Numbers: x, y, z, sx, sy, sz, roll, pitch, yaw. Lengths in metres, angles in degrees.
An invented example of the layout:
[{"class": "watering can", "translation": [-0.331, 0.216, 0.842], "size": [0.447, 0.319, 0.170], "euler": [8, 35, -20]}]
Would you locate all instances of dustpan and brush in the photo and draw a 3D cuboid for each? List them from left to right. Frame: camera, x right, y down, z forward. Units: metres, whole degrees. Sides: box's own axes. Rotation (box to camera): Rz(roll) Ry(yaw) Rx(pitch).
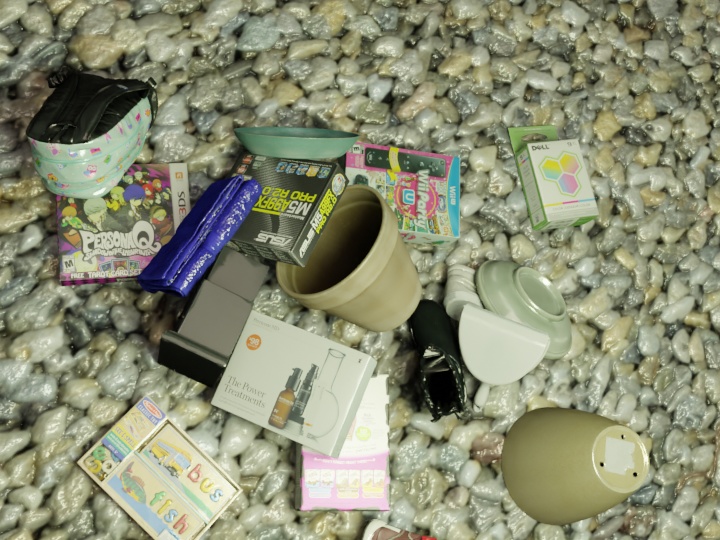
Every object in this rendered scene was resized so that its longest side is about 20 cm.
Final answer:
[{"class": "dustpan and brush", "translation": [0.202, 0.148, 1.231], "size": [0.139, 0.201, 0.057], "euler": [21, 26, 14]}]

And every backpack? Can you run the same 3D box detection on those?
[{"class": "backpack", "translation": [-0.393, -0.200, 1.161], "size": [0.166, 0.127, 0.200], "euler": [2, 39, 9]}]

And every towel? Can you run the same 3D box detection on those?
[{"class": "towel", "translation": [-0.236, -0.053, 1.141], "size": [0.050, 0.147, 0.200], "euler": [46, 66, -29]}]

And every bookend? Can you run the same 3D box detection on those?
[{"class": "bookend", "translation": [-0.201, 0.047, 1.132], "size": [0.092, 0.200, 0.199], "euler": [26, 70, -7]}]

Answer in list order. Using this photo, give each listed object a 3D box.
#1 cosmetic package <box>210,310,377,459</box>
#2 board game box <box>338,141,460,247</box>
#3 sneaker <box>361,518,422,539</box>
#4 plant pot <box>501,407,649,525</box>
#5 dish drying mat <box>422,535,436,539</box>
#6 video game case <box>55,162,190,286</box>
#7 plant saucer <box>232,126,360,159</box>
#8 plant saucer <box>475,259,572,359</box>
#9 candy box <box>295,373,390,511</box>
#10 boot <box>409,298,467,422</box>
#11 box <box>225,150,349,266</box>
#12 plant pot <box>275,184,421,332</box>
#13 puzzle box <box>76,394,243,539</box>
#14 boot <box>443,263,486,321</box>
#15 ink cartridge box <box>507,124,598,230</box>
[{"class": "cosmetic package", "translation": [-0.096, 0.162, 1.154], "size": [0.199, 0.052, 0.151], "euler": [19, 77, 18]}, {"class": "board game box", "translation": [0.063, -0.127, 1.330], "size": [0.199, 0.064, 0.148], "euler": [7, 73, -15]}, {"class": "sneaker", "translation": [0.045, 0.462, 1.127], "size": [0.115, 0.076, 0.201], "euler": [6, 71, 16]}, {"class": "plant pot", "translation": [0.340, 0.291, 1.213], "size": [0.186, 0.200, 0.188], "euler": [4, 73, -14]}, {"class": "dish drying mat", "translation": [0.064, 0.492, 1.175], "size": [0.076, 0.018, 0.201], "euler": [15, 71, -12]}, {"class": "video game case", "translation": [-0.356, -0.073, 1.211], "size": [0.199, 0.036, 0.182], "euler": [-3, 74, -16]}, {"class": "plant saucer", "translation": [-0.100, -0.200, 1.253], "size": [0.199, 0.200, 0.036], "euler": [0, 104, -16]}, {"class": "plant saucer", "translation": [0.277, 0.049, 1.291], "size": [0.199, 0.050, 0.201], "euler": [26, 35, -20]}, {"class": "candy box", "translation": [-0.027, 0.256, 1.194], "size": [0.136, 0.061, 0.201], "euler": [4, 74, -12]}, {"class": "boot", "translation": [0.115, 0.133, 1.212], "size": [0.073, 0.162, 0.199], "euler": [-17, 80, 9]}, {"class": "box", "translation": [-0.135, -0.098, 1.211], "size": [0.199, 0.044, 0.161], "euler": [13, 64, 34]}, {"class": "plant pot", "translation": [0.000, 0.000, 1.206], "size": [0.174, 0.199, 0.201], "euler": [44, 62, -40]}, {"class": "puzzle box", "translation": [-0.282, 0.293, 1.132], "size": [0.200, 0.025, 0.133], "euler": [44, 67, 0]}, {"class": "boot", "translation": [0.222, 0.060, 1.316], "size": [0.200, 0.073, 0.096], "euler": [33, 42, -24]}, {"class": "ink cartridge box", "translation": [0.342, -0.177, 1.423], "size": [0.103, 0.059, 0.201], "euler": [-8, 77, -17]}]
